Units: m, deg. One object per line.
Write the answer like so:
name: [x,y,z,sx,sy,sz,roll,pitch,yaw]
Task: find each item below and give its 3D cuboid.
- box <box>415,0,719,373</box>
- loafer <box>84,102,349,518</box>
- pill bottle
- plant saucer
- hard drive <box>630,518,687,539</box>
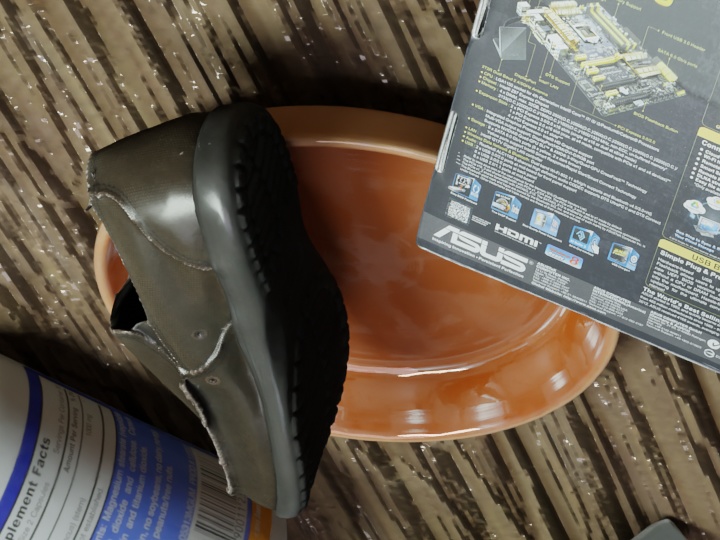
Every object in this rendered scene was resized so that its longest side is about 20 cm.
box: [0.128,-0.037,0.952,0.200,0.049,0.161,23,137,10]
loafer: [-0.052,0.012,1.071,0.071,0.073,0.200,5,138,16]
pill bottle: [-0.140,0.100,1.227,0.200,0.112,0.112,26,142,-23]
plant saucer: [0.000,0.000,1.121,0.200,0.032,0.200,6,147,4]
hard drive: [0.054,0.188,1.307,0.026,0.132,0.200,51,142,7]
